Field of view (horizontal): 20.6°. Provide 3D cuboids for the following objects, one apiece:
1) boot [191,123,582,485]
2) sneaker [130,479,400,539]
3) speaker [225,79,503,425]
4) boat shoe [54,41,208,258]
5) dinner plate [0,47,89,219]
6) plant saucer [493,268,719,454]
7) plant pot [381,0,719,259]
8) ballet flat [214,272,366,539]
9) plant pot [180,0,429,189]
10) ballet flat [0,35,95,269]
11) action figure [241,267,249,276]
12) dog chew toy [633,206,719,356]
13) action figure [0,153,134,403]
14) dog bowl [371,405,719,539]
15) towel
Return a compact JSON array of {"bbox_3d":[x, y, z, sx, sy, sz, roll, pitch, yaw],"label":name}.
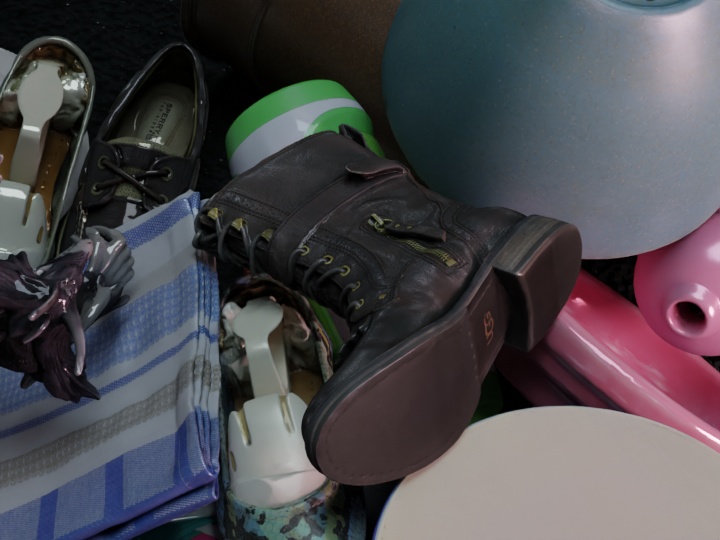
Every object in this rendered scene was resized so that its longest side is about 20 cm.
[{"bbox_3d":[-0.012,0.008,0.925,0.174,0.069,0.200,22,43,31],"label":"boot"},{"bbox_3d":[-0.036,0.155,0.936,0.200,0.084,0.121,-14,46,-10],"label":"sneaker"},{"bbox_3d":[0.000,0.000,1.053,0.088,0.088,0.200,-18,70,-23],"label":"speaker"},{"bbox_3d":[-0.129,-0.051,1.123,0.073,0.065,0.200,9,48,-2],"label":"boat shoe"},{"bbox_3d":[-0.259,-0.077,1.157,0.200,0.024,0.200,4,47,-4],"label":"dinner plate"},{"bbox_3d":[0.134,0.058,1.016,0.200,0.051,0.201,35,12,-9],"label":"plant saucer"},{"bbox_3d":[0.119,-0.125,0.986,0.200,0.135,0.200,4,61,-8],"label":"plant pot"},{"bbox_3d":[-0.042,0.071,0.930,0.074,0.074,0.200,-2,34,-10],"label":"ballet flat"},{"bbox_3d":[0.033,-0.142,1.158,0.200,0.200,0.198,-34,69,-32],"label":"plant pot"},{"bbox_3d":[-0.192,-0.046,1.089,0.067,0.064,0.200,16,57,-9],"label":"ballet flat"},{"bbox_3d":[-0.109,0.047,1.015,0.065,0.099,0.200,21,43,32],"label":"action figure"},{"bbox_3d":[0.209,-0.020,1.091,0.124,0.125,0.200,24,36,13],"label":"dog chew toy"},{"bbox_3d":[-0.174,-0.003,0.939,0.200,0.119,0.102,9,59,51],"label":"action figure"},{"bbox_3d":[0.097,0.159,0.872,0.200,0.079,0.200,3,48,-4],"label":"dog bowl"},{"bbox_3d":[-0.131,0.056,0.959,0.147,0.024,0.200,-26,41,17],"label":"towel"}]
